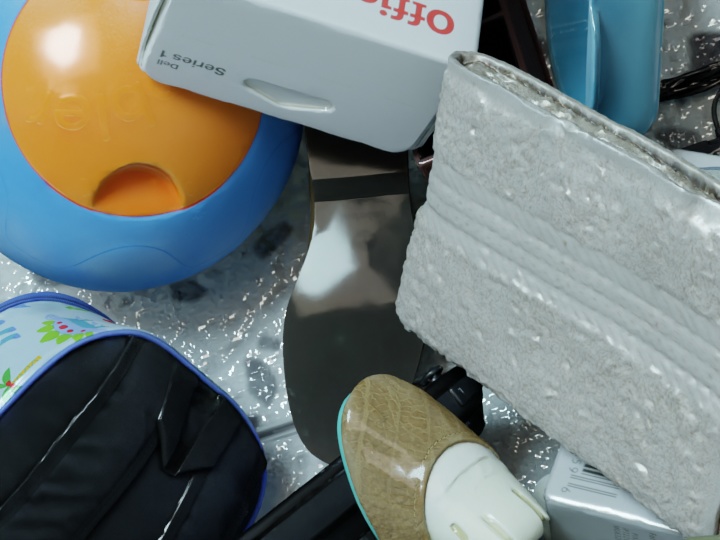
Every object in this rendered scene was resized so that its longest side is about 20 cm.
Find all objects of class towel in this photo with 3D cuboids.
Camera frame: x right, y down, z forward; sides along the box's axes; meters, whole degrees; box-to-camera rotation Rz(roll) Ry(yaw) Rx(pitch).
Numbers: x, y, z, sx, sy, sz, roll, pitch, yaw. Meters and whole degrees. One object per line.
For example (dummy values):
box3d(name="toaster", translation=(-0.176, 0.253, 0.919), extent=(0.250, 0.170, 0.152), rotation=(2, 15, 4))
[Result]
box3d(name="towel", translation=(0.093, 0.010, 0.631), extent=(0.199, 0.034, 0.134), rotation=(34, 124, 36))

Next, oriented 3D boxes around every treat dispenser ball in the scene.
box3d(name="treat dispenser ball", translation=(-0.128, -0.091, 0.826), extent=(0.199, 0.201, 0.203), rotation=(-8, 66, 19))

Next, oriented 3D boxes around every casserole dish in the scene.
box3d(name="casserole dish", translation=(0.117, -0.134, 0.767), extent=(0.038, 0.122, 0.201), rotation=(-2, 29, 0))

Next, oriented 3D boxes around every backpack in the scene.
box3d(name="backpack", translation=(-0.161, 0.116, 0.771), extent=(0.146, 0.183, 0.201), rotation=(20, 67, 49))

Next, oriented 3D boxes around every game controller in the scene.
box3d(name="game controller", translation=(-0.024, 0.116, 0.727), extent=(0.199, 0.104, 0.042), rotation=(-36, 85, -23))

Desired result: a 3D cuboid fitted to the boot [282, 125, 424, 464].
box3d(name="boot", translation=(0.000, 0.000, 0.821), extent=(0.073, 0.075, 0.203), rotation=(3, 84, 2))

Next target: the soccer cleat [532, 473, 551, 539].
box3d(name="soccer cleat", translation=(0.151, 0.154, 0.685), extent=(0.199, 0.070, 0.078), rotation=(28, 64, 26))

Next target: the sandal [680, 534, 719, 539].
box3d(name="sandal", translation=(0.199, 0.106, 0.551), extent=(0.198, 0.058, 0.080), rotation=(-6, 34, 2))

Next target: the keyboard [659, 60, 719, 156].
box3d(name="keyboard", translation=(0.183, -0.057, 0.788), extent=(0.198, 0.021, 0.128), rotation=(-19, 64, 14))

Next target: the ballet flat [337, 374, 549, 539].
box3d(name="ballet flat", translation=(0.058, 0.133, 0.676), extent=(0.068, 0.202, 0.072), rotation=(-32, 17, -33))

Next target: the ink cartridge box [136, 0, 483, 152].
box3d(name="ink cartridge box", translation=(-0.013, -0.176, 0.742), extent=(0.145, 0.084, 0.202), rotation=(14, 64, -14))

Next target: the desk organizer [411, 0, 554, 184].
box3d(name="desk organizer", translation=(0.052, -0.125, 0.825), extent=(0.071, 0.077, 0.202), rotation=(-21, 57, 13))

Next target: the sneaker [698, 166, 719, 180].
box3d(name="sneaker", translation=(0.161, -0.005, 0.656), extent=(0.199, 0.078, 0.086), rotation=(30, 61, 33))

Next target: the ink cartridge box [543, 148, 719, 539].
box3d(name="ink cartridge box", translation=(0.191, 0.044, 0.683), extent=(0.172, 0.044, 0.201), rotation=(12, 56, 22))
